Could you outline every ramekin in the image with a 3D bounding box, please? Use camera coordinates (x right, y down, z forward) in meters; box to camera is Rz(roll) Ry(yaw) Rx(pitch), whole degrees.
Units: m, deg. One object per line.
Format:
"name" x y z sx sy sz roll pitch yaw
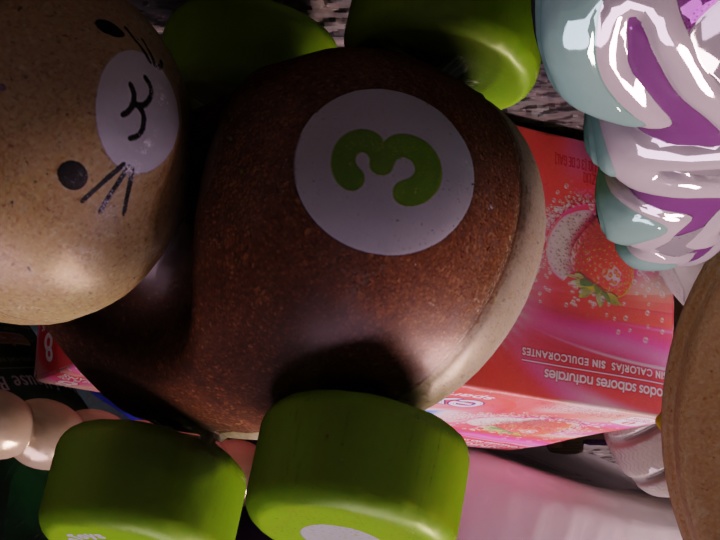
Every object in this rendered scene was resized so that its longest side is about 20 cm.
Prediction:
"ramekin" 0.050 0.116 0.945 0.200 0.098 0.200 19 -177 -1

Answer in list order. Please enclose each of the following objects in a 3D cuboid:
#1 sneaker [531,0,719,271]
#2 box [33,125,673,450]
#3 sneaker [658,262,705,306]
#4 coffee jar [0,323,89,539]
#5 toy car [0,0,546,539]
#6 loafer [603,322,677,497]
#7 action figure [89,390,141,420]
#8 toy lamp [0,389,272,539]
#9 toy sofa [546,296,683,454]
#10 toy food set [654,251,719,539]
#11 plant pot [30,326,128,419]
"sneaker" 0.129 -0.049 0.613 0.139 0.078 0.200 -1 166 15
"box" 0.000 0.000 0.797 0.200 0.095 0.103 11 164 -30
"sneaker" 0.170 0.030 0.768 0.200 0.077 0.081 44 -166 -10
"coffee jar" -0.104 0.105 0.775 0.085 0.200 0.104 -45 161 15
"toy car" -0.066 -0.032 0.591 0.158 0.165 0.200 -11 149 42
"loafer" 0.179 0.018 0.843 0.200 0.070 0.070 -22 -165 7
"action figure" -0.069 0.047 0.846 0.200 0.052 0.065 37 -154 25
"toy lamp" -0.072 0.058 0.728 0.200 0.058 0.058 13 162 -37
"toy sofa" 0.175 0.034 0.932 0.199 0.083 0.098 1 165 6
"toy food set" 0.182 0.047 0.690 0.200 0.198 0.049 -48 163 27
"plant pot" -0.136 0.095 0.995 0.200 0.197 0.200 3 166 1
